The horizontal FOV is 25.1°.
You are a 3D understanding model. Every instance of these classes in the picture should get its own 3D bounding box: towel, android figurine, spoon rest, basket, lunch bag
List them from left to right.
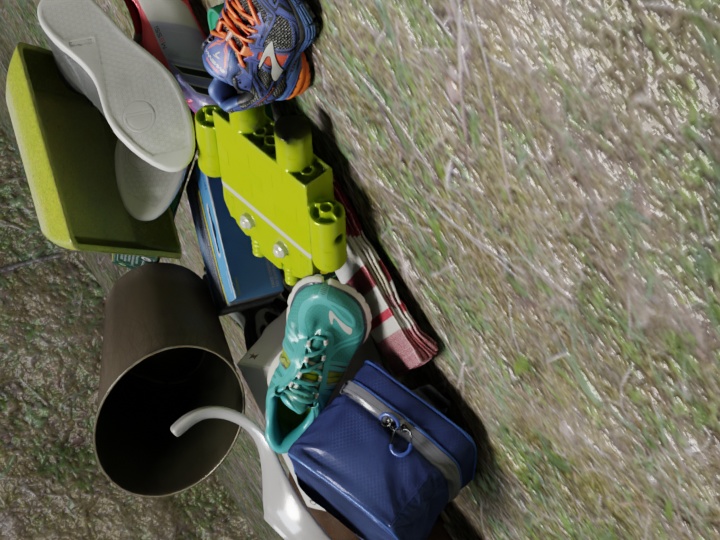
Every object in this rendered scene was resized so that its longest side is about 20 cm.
[{"bbox_3d":[-0.194,0.092,1.590,0.200,0.136,0.181,-107,38,-58],"label":"basket"},{"bbox_3d":[-0.084,0.194,1.493,0.200,0.061,0.099,44,173,-7],"label":"spoon rest"},{"bbox_3d":[-0.075,-0.068,1.384,0.182,0.041,0.200,41,151,27],"label":"android figurine"},{"bbox_3d":[0.000,0.000,1.436,0.200,0.023,0.144,60,168,3],"label":"towel"},{"bbox_3d":[0.026,0.166,1.458,0.136,0.132,0.200,36,165,13],"label":"lunch bag"}]

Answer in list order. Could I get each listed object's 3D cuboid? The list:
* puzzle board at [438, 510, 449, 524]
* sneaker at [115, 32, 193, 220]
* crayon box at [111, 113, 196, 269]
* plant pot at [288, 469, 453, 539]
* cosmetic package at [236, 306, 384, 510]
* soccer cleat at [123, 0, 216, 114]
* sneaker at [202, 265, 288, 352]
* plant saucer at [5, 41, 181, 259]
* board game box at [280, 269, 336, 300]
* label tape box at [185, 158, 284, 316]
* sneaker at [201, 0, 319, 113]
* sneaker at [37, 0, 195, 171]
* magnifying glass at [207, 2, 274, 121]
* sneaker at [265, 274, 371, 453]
[{"bbox_3d":[0.037,0.214,1.772,0.151,0.017,0.200,56,167,4],"label":"puzzle board"},{"bbox_3d":[-0.190,-0.137,1.554,0.099,0.070,0.201,82,-170,-76],"label":"sneaker"},{"bbox_3d":[-0.204,-0.105,1.682,0.051,0.201,0.126,18,168,-6],"label":"crayon box"},{"bbox_3d":[0.000,0.277,1.695,0.187,0.186,0.200,75,172,-50],"label":"plant pot"},{"bbox_3d":[-0.029,0.134,1.595,0.081,0.113,0.200,8,135,38],"label":"cosmetic package"},{"bbox_3d":[-0.163,-0.192,1.473,0.200,0.076,0.067,63,165,-16],"label":"soccer cleat"},{"bbox_3d":[-0.091,0.064,1.732,0.200,0.077,0.089,56,-179,31],"label":"sneaker"},{"bbox_3d":[-0.261,-0.101,1.531,0.200,0.048,0.201,5,-115,-67],"label":"plant saucer"},{"bbox_3d":[-0.066,-0.004,1.654,0.105,0.023,0.200,58,166,13],"label":"board game box"},{"bbox_3d":[-0.123,-0.037,1.599,0.200,0.066,0.144,149,107,-78],"label":"label tape box"},{"bbox_3d":[-0.081,-0.174,1.223,0.075,0.078,0.200,52,165,20],"label":"sneaker"},{"bbox_3d":[-0.212,-0.160,1.454,0.200,0.071,0.099,50,169,11],"label":"sneaker"},{"bbox_3d":[-0.090,-0.138,1.413,0.080,0.022,0.201,35,148,64],"label":"magnifying glass"},{"bbox_3d":[-0.042,0.085,1.421,0.077,0.080,0.200,17,133,0],"label":"sneaker"}]
